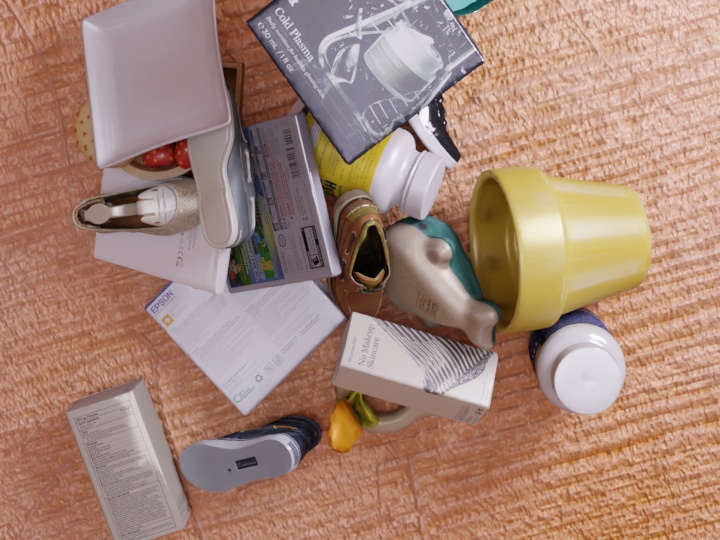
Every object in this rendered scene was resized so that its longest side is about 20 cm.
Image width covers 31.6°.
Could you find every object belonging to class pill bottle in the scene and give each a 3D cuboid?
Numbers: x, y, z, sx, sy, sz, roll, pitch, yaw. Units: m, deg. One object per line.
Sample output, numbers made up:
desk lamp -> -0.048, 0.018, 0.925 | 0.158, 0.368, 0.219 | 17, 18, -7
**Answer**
pill bottle -> 0.272, 0.115, 1.599 | 0.109, 0.200, 0.113 | 0, 99, 2
pill bottle -> 0.002, -0.138, 1.596 | 0.197, 0.111, 0.113 | 22, 100, 12

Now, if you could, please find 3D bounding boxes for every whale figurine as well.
whale figurine -> 0.110, 0.010, 1.613 | 0.199, 0.103, 0.160 | 38, 146, 26

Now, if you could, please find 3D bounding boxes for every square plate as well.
square plate -> -0.247, -0.241, 1.549 | 0.197, 0.028, 0.201 | -15, 75, 24

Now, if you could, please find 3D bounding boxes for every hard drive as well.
hard drive -> -0.253, -0.059, 1.639 | 0.197, 0.027, 0.134 | 15, 103, 25

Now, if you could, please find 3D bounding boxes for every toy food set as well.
toy food set -> -0.261, -0.215, 1.602 | 0.197, 0.049, 0.201 | 17, 95, 19

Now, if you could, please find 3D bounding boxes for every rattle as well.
rattle -> 0.062, 0.166, 1.649 | 0.196, 0.143, 0.133 | 2, 94, 5

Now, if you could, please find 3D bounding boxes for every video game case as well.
video game case -> -0.118, -0.081, 1.588 | 0.180, 0.022, 0.203 | -9, 97, 38

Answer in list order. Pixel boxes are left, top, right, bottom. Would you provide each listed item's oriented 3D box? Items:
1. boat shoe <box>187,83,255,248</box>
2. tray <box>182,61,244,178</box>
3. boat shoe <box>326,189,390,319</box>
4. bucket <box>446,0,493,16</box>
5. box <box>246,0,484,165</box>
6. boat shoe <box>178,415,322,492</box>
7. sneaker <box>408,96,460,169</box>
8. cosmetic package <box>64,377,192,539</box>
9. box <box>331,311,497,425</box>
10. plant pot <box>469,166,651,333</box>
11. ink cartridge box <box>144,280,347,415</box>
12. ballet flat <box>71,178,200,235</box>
boat shoe -> -0.163, -0.129, 1.551 | 0.072, 0.061, 0.204 | -4, 90, 36
tray -> -0.206, -0.171, 1.656 | 0.097, 0.037, 0.204 | 5, 99, 2
boat shoe -> 0.000, 0.000, 1.573 | 0.071, 0.068, 0.202 | -21, 134, -15
bucket -> 0.097, -0.405, 1.552 | 0.203, 0.135, 0.211 | 0, 100, 2
box -> 0.009, -0.263, 1.456 | 0.196, 0.124, 0.201 | -36, 97, 9
boat shoe -> -0.146, 0.245, 1.711 | 0.198, 0.091, 0.072 | -11, 100, 32
sneaker -> 0.093, -0.237, 1.613 | 0.111, 0.073, 0.201 | -36, 98, 5
cosmetic package -> -0.310, 0.260, 1.714 | 0.102, 0.073, 0.203 | -17, 98, 6
box -> 0.069, 0.125, 1.615 | 0.197, 0.069, 0.083 | 15, 62, -5
plant pot -> 0.252, -0.033, 1.588 | 0.186, 0.201, 0.204 | -6, 100, -11
ink cartridge box -> -0.150, 0.054, 1.688 | 0.196, 0.043, 0.200 | -42, 94, 10
ballet flat -> -0.278, -0.073, 1.600 | 0.197, 0.062, 0.069 | -8, 90, 28
